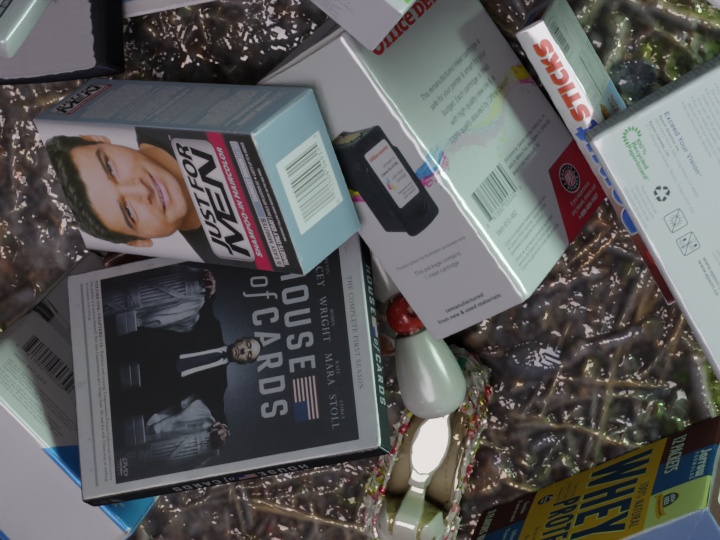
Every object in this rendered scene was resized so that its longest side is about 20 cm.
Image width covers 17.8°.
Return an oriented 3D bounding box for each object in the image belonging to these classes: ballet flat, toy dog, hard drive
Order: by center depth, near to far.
[{"bbox_3d":[-0.254,-0.181,1.475,0.200,0.042,0.135,1,107,4],"label":"hard drive"},{"bbox_3d":[0.000,0.000,1.517,0.132,0.096,0.200,1,83,-25],"label":"toy dog"},{"bbox_3d":[0.040,0.144,1.588,0.076,0.064,0.200,15,116,8],"label":"ballet flat"}]

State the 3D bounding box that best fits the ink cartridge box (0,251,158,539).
[{"bbox_3d":[-0.192,0.097,1.554,0.146,0.200,0.086,46,117,-6],"label":"ink cartridge box"}]

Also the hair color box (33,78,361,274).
[{"bbox_3d":[-0.103,-0.061,1.427,0.200,0.061,0.099,7,126,43],"label":"hair color box"}]

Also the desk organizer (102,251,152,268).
[{"bbox_3d":[-0.087,0.048,1.568,0.077,0.072,0.200,-30,102,11],"label":"desk organizer"}]

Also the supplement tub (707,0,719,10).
[{"bbox_3d":[0.248,-0.224,1.302,0.132,0.200,0.132,5,113,12],"label":"supplement tub"}]

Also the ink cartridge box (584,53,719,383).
[{"bbox_3d":[0.269,-0.048,1.409,0.200,0.041,0.200,-28,103,6],"label":"ink cartridge box"}]

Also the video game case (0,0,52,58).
[{"bbox_3d":[-0.242,-0.239,1.429,0.182,0.200,0.023,23,155,17],"label":"video game case"}]

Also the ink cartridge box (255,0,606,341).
[{"bbox_3d":[0.048,-0.082,1.440,0.083,0.146,0.200,-27,103,40],"label":"ink cartridge box"}]

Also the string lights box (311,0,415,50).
[{"bbox_3d":[0.032,-0.238,1.361,0.103,0.200,0.059,39,155,-4],"label":"string lights box"}]

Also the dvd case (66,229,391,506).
[{"bbox_3d":[-0.085,0.057,1.436,0.200,0.025,0.151,-12,72,17],"label":"dvd case"}]

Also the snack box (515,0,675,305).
[{"bbox_3d":[0.160,-0.079,1.457,0.024,0.072,0.200,-26,103,21],"label":"snack box"}]

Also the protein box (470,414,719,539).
[{"bbox_3d":[0.198,0.241,1.546,0.198,0.135,0.200,-25,104,23],"label":"protein box"}]

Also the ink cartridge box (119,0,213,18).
[{"bbox_3d":[-0.101,-0.262,1.467,0.200,0.045,0.176,-9,110,18],"label":"ink cartridge box"}]
